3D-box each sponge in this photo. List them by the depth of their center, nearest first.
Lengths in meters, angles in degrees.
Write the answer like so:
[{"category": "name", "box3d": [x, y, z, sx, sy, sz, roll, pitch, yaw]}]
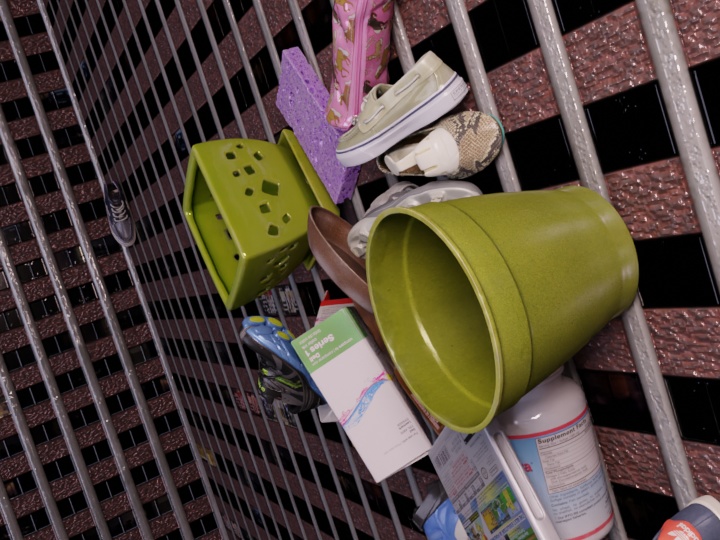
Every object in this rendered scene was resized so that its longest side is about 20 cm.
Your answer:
[{"category": "sponge", "box3d": [-0.061, -0.205, 1.238, 0.201, 0.030, 0.112, 60, 155, 23]}]

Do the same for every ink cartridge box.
[{"category": "ink cartridge box", "box3d": [0.006, 0.150, 1.102, 0.201, 0.083, 0.145, 58, -178, 3]}, {"category": "ink cartridge box", "box3d": [-0.025, 0.119, 1.300, 0.201, 0.066, 0.117, -77, -21, -63]}]

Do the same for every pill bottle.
[{"category": "pill bottle", "box3d": [0.188, 0.179, 0.904, 0.108, 0.108, 0.202, 2, 110, 65]}]

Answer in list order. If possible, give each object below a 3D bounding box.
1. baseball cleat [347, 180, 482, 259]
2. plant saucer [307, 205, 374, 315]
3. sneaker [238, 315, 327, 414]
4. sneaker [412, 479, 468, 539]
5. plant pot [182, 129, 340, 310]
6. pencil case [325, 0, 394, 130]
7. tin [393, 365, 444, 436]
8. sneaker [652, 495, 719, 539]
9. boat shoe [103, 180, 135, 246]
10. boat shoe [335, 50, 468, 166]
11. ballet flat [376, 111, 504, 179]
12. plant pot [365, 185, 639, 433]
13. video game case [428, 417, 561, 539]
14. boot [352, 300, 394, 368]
[{"category": "baseball cleat", "box3d": [0.066, -0.079, 1.018, 0.199, 0.107, 0.070, -18, 123, 39]}, {"category": "plant saucer", "box3d": [0.000, 0.000, 1.100, 0.200, 0.037, 0.201, 42, -167, -12]}, {"category": "sneaker", "box3d": [-0.103, 0.131, 1.123, 0.071, 0.082, 0.200, 61, -178, 41]}, {"category": "sneaker", "box3d": [0.124, 0.381, 1.237, 0.111, 0.076, 0.202, 37, 136, 42]}, {"category": "plant pot", "box3d": [-0.150, -0.086, 1.337, 0.202, 0.180, 0.199, 62, 156, 16]}, {"category": "pencil case", "box3d": [0.001, -0.257, 1.001, 0.086, 0.082, 0.202, 42, 144, 33]}, {"category": "tin", "box3d": [0.112, 0.179, 1.085, 0.112, 0.042, 0.200, 29, -162, -51]}, {"category": "sneaker", "box3d": [0.287, 0.296, 0.811, 0.075, 0.084, 0.202, 42, 144, 47]}, {"category": "boat shoe", "box3d": [-0.744, -0.177, 2.678, 0.202, 0.074, 0.093, 66, 164, 11]}, {"category": "boat shoe", "box3d": [0.034, -0.177, 0.962, 0.199, 0.072, 0.062, -26, 108, 46]}, {"category": "ballet flat", "box3d": [0.075, -0.126, 0.951, 0.199, 0.075, 0.069, 3, 113, 64]}, {"category": "plant pot", "box3d": [0.136, 0.014, 0.782, 0.200, 0.191, 0.202, 46, 146, 43]}, {"category": "video game case", "box3d": [0.136, 0.239, 0.908, 0.201, 0.022, 0.184, 106, 142, -61]}, {"category": "boot", "box3d": [0.028, 0.093, 1.243, 0.147, 0.069, 0.202, 97, 153, -61]}]
